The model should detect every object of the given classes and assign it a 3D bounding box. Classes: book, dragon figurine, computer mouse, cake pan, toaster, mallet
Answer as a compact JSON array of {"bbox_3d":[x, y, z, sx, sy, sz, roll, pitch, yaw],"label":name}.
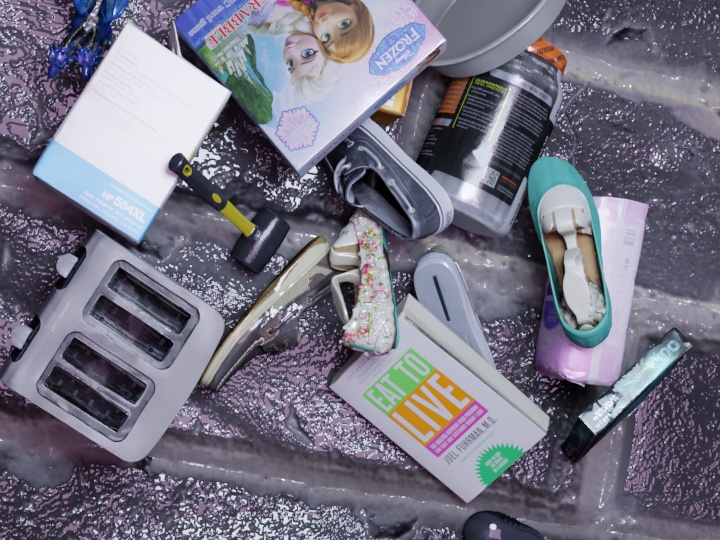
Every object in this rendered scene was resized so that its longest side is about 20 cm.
[{"bbox_3d":[0.082,0.140,1.461,0.199,0.048,0.134,39,119,-7],"label":"book"},{"bbox_3d":[-0.261,-0.278,1.395,0.058,0.099,0.203,21,86,-10],"label":"dragon figurine"},{"bbox_3d":[0.202,0.317,1.513,0.198,0.034,0.059,24,84,-10],"label":"computer mouse"},{"bbox_3d":[0.135,-0.276,1.435,0.201,0.200,0.037,-48,124,-7],"label":"cake pan"},{"bbox_3d":[-0.242,0.082,1.387,0.199,0.119,0.182,34,84,-9],"label":"toaster"},{"bbox_3d":[-0.141,-0.055,1.388,0.041,0.200,0.066,29,88,33],"label":"mallet"}]

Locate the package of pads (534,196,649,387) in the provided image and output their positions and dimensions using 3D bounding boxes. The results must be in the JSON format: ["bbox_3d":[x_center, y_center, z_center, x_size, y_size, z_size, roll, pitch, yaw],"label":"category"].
[{"bbox_3d":[0.244,0.021,1.480,0.074,0.120,0.203,11,88,-10],"label":"package of pads"}]

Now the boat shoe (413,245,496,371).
[{"bbox_3d":[0.107,0.069,1.479,0.071,0.062,0.203,-7,110,19],"label":"boat shoe"}]

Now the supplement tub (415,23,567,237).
[{"bbox_3d":[0.137,-0.147,1.460,0.121,0.122,0.202,25,86,-10],"label":"supplement tub"}]

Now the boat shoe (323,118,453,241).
[{"bbox_3d":[0.005,-0.097,1.416,0.067,0.072,0.200,-25,57,-37],"label":"boat shoe"}]

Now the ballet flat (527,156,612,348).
[{"bbox_3d":[0.214,-0.023,1.389,0.066,0.070,0.203,-13,83,7],"label":"ballet flat"}]

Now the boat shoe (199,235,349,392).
[{"bbox_3d":[-0.087,0.054,1.440,0.065,0.073,0.200,41,82,-3],"label":"boat shoe"}]

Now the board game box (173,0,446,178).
[{"bbox_3d":[-0.050,-0.234,1.381,0.200,0.041,0.200,-41,83,-2],"label":"board game box"}]

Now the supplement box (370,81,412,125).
[{"bbox_3d":[-0.046,-0.212,1.454,0.197,0.066,0.070,17,84,-11],"label":"supplement box"}]

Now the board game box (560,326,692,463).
[{"bbox_3d":[0.274,0.135,1.447,0.135,0.200,0.028,-42,76,-8],"label":"board game box"}]

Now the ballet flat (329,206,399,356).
[{"bbox_3d":[0.000,0.000,1.415,0.063,0.076,0.202,1,47,-8],"label":"ballet flat"}]

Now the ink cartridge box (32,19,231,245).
[{"bbox_3d":[-0.222,-0.144,1.387,0.124,0.128,0.202,33,84,-9],"label":"ink cartridge box"}]
